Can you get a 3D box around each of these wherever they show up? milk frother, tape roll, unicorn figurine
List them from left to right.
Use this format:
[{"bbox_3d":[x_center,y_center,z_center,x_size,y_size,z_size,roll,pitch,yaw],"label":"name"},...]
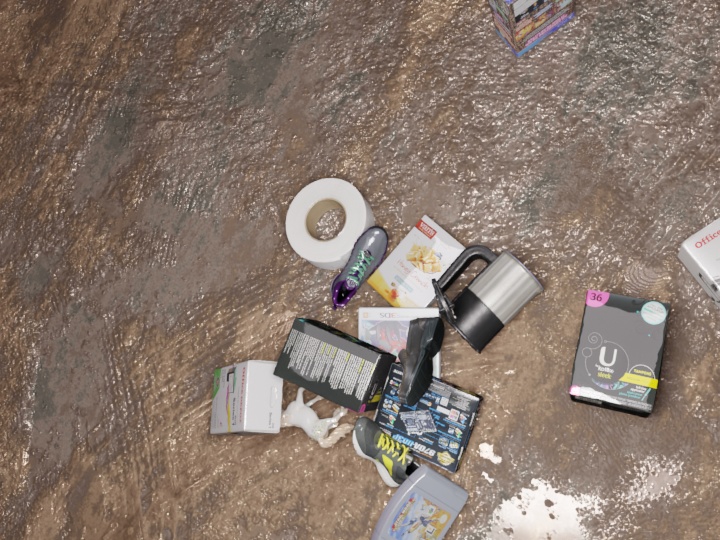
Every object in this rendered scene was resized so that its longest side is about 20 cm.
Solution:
[{"bbox_3d":[-0.117,0.312,1.537,0.199,0.074,0.137,25,61,43],"label":"unicorn figurine"},{"bbox_3d":[-0.070,-0.106,1.643,0.200,0.071,0.205,-5,74,17],"label":"tape roll"},{"bbox_3d":[0.243,0.042,1.418,0.180,0.200,0.188,45,92,4],"label":"milk frother"}]

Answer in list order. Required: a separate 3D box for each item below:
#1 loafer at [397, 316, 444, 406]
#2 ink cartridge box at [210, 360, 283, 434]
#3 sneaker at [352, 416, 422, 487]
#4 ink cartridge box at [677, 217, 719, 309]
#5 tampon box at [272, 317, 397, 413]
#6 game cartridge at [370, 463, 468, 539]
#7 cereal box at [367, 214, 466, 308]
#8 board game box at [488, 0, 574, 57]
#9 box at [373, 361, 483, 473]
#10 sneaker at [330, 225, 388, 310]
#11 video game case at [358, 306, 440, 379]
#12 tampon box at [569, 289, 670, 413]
[{"bbox_3d":[0.109,0.181,1.431,0.071,0.073,0.201,3,49,29],"label":"loafer"},{"bbox_3d":[-0.247,0.278,1.534,0.199,0.083,0.147,-22,62,55],"label":"ink cartridge box"},{"bbox_3d":[0.059,0.355,1.413,0.084,0.201,0.075,-12,39,36],"label":"sneaker"},{"bbox_3d":[0.723,-0.002,1.340,0.145,0.084,0.201,-33,67,7],"label":"ink cartridge box"},{"bbox_3d":[-0.049,0.195,1.466,0.198,0.150,0.128,22,89,18],"label":"tampon box"},{"bbox_3d":[0.109,0.489,1.397,0.201,0.133,0.041,-56,23,-2],"label":"game cartridge"},{"bbox_3d":[0.131,-0.002,1.564,0.144,0.040,0.200,41,91,22],"label":"cereal box"},{"bbox_3d":[0.373,-0.598,1.559,0.159,0.200,0.097,-35,66,6],"label":"board game box"},{"bbox_3d":[0.133,0.297,1.457,0.198,0.046,0.161,19,94,20],"label":"box"},{"bbox_3d":[0.000,0.000,1.550,0.074,0.088,0.201,28,112,-10],"label":"sneaker"},{"bbox_3d":[0.082,0.180,1.517,0.180,0.023,0.203,-1,88,19],"label":"video game case"},{"bbox_3d":[0.486,0.157,1.344,0.148,0.126,0.203,10,78,20],"label":"tampon box"}]
